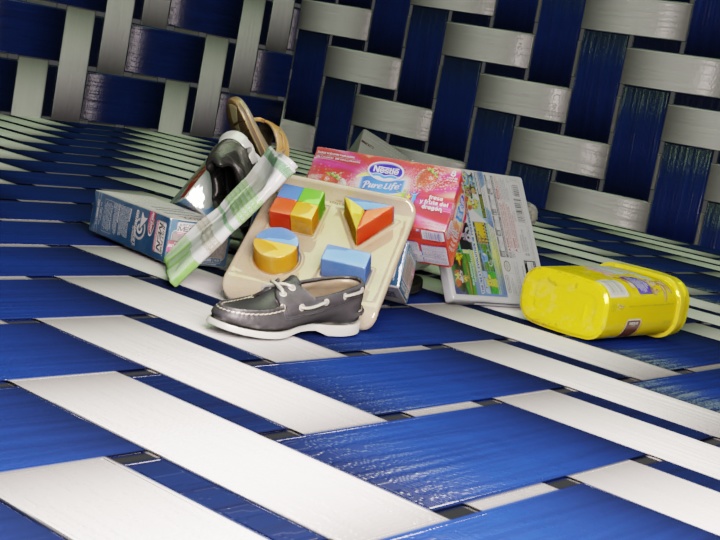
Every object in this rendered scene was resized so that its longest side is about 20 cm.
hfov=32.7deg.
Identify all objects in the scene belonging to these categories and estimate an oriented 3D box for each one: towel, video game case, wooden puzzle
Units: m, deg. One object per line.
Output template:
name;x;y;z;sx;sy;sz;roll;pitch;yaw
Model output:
towel;-0.162;-0.069;1.476;0.031;0.200;0.149;46;-1;-13
video game case;0.176;-0.046;1.732;0.181;0.202;0.022;4;-23;-36
wooden puzzle;-0.045;-0.034;1.428;0.184;0.047;0.201;12;49;11

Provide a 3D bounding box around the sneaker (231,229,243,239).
sneaker;-0.121;-0.086;1.947;0.199;0.085;0.073;5;8;-41

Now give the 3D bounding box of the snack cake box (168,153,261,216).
snack cake box;-0.208;-0.118;1.756;0.067;0.115;0.200;42;-12;-11

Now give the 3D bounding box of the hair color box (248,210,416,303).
hair color box;-0.036;-0.017;1.529;0.198;0.061;0.100;13;-10;11

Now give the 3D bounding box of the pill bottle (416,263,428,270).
pill bottle;0.059;-0.072;1.966;0.113;0.115;0.200;8;9;-15

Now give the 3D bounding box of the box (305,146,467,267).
box;0.031;-0.081;1.579;0.198;0.096;0.100;10;-25;15

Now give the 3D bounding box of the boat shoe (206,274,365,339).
boat shoe;-0.072;0.034;1.279;0.199;0.061;0.074;2;17;-41

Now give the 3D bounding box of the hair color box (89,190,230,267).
hair color box;-0.270;-0.057;1.641;0.099;0.061;0.199;5;10;-42

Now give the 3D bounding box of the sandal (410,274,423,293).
sandal;0.000;0.000;1.649;0.198;0.045;0.075;6;9;-25

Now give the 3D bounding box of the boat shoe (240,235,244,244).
boat shoe;-0.145;-0.067;1.769;0.075;0.086;0.202;44;11;-34

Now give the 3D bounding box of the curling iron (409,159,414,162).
curling iron;0.006;-0.138;2.015;0.199;0.026;0.050;-31;11;-20

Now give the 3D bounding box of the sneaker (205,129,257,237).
sneaker;-0.152;-0.079;1.619;0.066;0.201;0.091;-15;17;29

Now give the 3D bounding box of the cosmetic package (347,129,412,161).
cosmetic package;0.016;-0.116;1.760;0.106;0.090;0.200;33;20;-11

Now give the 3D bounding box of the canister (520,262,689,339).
canister;0.327;0.040;1.651;0.148;0.087;0.199;18;13;43

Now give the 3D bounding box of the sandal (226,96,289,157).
sandal;-0.124;-0.170;1.722;0.080;0.054;0.200;26;-24;56

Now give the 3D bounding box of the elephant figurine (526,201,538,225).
elephant figurine;0.177;-0.028;1.845;0.141;0.201;0.155;-5;-33;42
